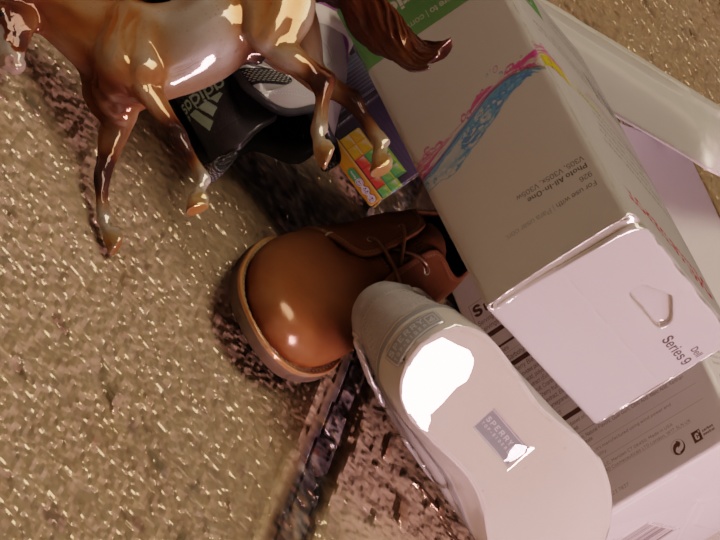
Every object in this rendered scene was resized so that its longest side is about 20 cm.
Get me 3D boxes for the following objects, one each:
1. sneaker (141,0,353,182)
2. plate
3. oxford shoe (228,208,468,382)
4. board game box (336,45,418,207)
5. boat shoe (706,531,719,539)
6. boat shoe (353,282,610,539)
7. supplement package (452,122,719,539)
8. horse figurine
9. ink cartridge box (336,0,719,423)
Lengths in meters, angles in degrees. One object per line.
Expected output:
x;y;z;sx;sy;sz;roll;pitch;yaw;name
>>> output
-0.081;-0.106;1.399;0.199;0.078;0.140;20;54;-31;sneaker
0.147;-0.102;1.631;0.200;0.032;0.199;34;8;23;plate
0.000;0.000;1.425;0.072;0.071;0.200;61;28;1;oxford shoe
-0.012;-0.152;1.604;0.200;0.057;0.165;53;23;-7;board game box
0.188;0.087;1.681;0.200;0.072;0.068;54;23;15;boat shoe
0.053;0.078;1.406;0.200;0.072;0.069;46;0;-43;boat shoe
0.141;0.037;1.577;0.121;0.120;0.201;18;44;-54;supplement package
-0.064;-0.090;1.338;0.050;0.199;0.133;101;-30;-66;horse figurine
0.084;-0.047;1.430;0.145;0.087;0.200;44;16;-54;ink cartridge box
